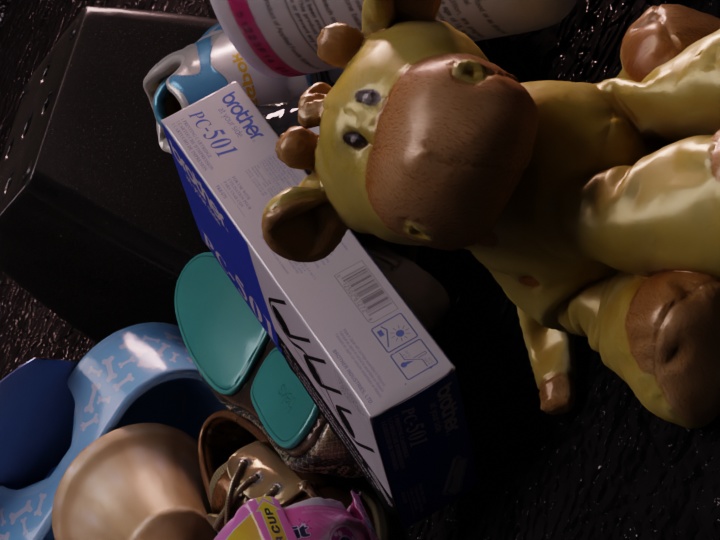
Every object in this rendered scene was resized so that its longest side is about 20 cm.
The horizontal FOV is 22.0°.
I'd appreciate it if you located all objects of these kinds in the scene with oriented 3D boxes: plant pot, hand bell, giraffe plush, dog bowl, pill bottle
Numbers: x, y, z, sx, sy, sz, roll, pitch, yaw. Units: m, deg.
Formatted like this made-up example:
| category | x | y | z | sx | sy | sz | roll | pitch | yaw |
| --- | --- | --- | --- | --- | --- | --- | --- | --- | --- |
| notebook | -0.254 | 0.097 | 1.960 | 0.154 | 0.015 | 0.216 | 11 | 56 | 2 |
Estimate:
| category | x | y | z | sx | sy | sz | roll | pitch | yaw |
| --- | --- | --- | --- | --- | --- | --- | --- | --- | --- |
| plant pot | -0.142 | -0.061 | 1.235 | 0.200 | 0.177 | 0.200 | -34 | 38 | 59 |
| hand bell | -0.091 | 0.171 | 1.022 | 0.200 | 0.104 | 0.105 | 36 | 103 | 57 |
| giraffe plush | 0.059 | -0.043 | 0.705 | 0.200 | 0.162 | 0.173 | -21 | 50 | 63 |
| dog bowl | -0.149 | 0.129 | 1.130 | 0.201 | 0.111 | 0.050 | -57 | 40 | 0 |
| pill bottle | 0.036 | -0.159 | 0.849 | 0.199 | 0.113 | 0.114 | -8 | 54 | 26 |

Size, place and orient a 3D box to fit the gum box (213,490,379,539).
| category | x | y | z | sx | sy | sz | roll | pitch | yaw |
| --- | --- | --- | --- | --- | --- | --- | --- | --- | --- |
| gum box | -0.046 | 0.195 | 0.805 | 0.200 | 0.066 | 0.114 | -52 | 50 | 36 |

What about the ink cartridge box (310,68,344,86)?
| category | x | y | z | sx | sy | sz | roll | pitch | yaw |
| --- | --- | --- | --- | --- | --- | --- | --- | --- | --- |
| ink cartridge box | -0.004 | -0.179 | 1.035 | 0.200 | 0.084 | 0.147 | -14 | 92 | 68 |

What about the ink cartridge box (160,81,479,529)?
| category | x | y | z | sx | sy | sz | roll | pitch | yaw |
| --- | --- | --- | --- | --- | --- | --- | --- | --- | --- |
| ink cartridge box | -0.019 | 0.013 | 0.836 | 0.200 | 0.044 | 0.094 | 53 | 167 | 36 |

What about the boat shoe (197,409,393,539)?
| category | x | y | z | sx | sy | sz | roll | pitch | yaw |
| --- | --- | --- | --- | --- | --- | --- | --- | --- | --- |
| boat shoe | -0.042 | 0.123 | 0.923 | 0.076 | 0.074 | 0.200 | -65 | 19 | 7 |

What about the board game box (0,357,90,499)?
| category | x | y | z | sx | sy | sz | roll | pitch | yaw |
| --- | --- | --- | --- | --- | --- | --- | --- | --- | --- |
| board game box | -0.198 | 0.119 | 1.164 | 0.039 | 0.200 | 0.159 | 33 | 106 | 36 |

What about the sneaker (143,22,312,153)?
| category | x | y | z | sx | sy | sz | roll | pitch | yaw |
| --- | --- | --- | --- | --- | --- | --- | --- | --- | --- |
| sneaker | -0.086 | -0.104 | 1.063 | 0.200 | 0.080 | 0.077 | 179 | 73 | -76 |

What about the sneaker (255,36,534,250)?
| category | x | y | z | sx | sy | sz | roll | pitch | yaw |
| --- | --- | --- | --- | --- | --- | --- | --- | --- | --- |
| sneaker | 0.013 | -0.071 | 0.925 | 0.199 | 0.076 | 0.114 | 3 | 45 | 43 |

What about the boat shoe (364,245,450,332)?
| category | x | y | z | sx | sy | sz | roll | pitch | yaw |
| --- | --- | --- | --- | --- | --- | --- | --- | --- | --- |
| boat shoe | 0.000 | 0.000 | 0.978 | 0.070 | 0.071 | 0.200 | -41 | 17 | -2 |

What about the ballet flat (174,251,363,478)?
| category | x | y | z | sx | sy | sz | roll | pitch | yaw |
| --- | --- | --- | --- | --- | --- | --- | --- | --- | --- |
| ballet flat | -0.035 | 0.054 | 0.953 | 0.068 | 0.075 | 0.200 | -58 | 33 | 7 |
